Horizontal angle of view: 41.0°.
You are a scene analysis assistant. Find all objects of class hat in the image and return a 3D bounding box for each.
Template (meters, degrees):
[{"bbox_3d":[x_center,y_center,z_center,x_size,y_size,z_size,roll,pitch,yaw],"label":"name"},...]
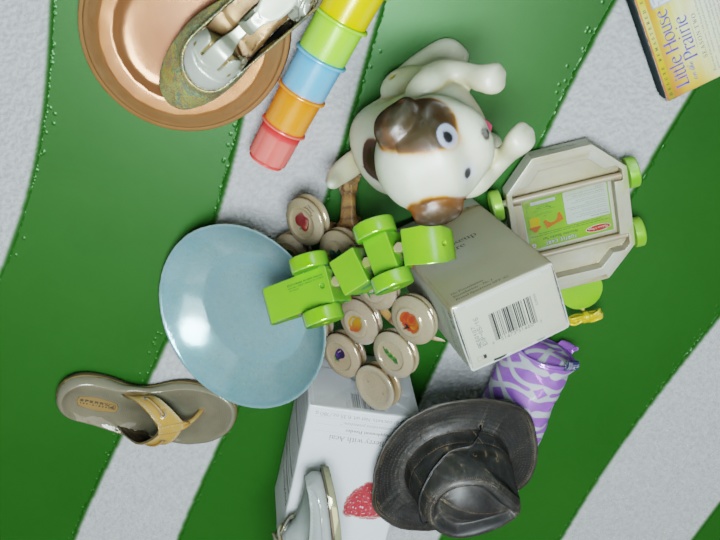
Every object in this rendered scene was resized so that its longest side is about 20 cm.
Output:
[{"bbox_3d":[0.114,0.223,0.996,0.200,0.081,0.201,-11,123,-18],"label":"hat"}]

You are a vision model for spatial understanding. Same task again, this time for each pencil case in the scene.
[{"bbox_3d":[0.176,0.163,1.089,0.085,0.084,0.201,-4,124,-44],"label":"pencil case"}]

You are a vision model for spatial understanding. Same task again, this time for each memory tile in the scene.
[{"bbox_3d":[-0.018,0.034,0.961,0.200,0.017,0.154,43,133,18],"label":"memory tile"}]

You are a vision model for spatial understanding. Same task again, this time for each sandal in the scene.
[{"bbox_3d":[-0.237,0.160,1.063,0.199,0.054,0.081,9,114,-9],"label":"sandal"}]

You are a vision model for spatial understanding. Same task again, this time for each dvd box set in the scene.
[{"bbox_3d":[0.360,-0.271,0.922,0.200,0.029,0.147,-26,115,7],"label":"dvd box set"}]

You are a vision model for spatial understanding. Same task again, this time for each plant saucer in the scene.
[{"bbox_3d":[-0.116,0.044,0.999,0.200,0.039,0.202,10,113,24],"label":"plant saucer"},{"bbox_3d":[-0.164,-0.224,0.898,0.199,0.037,0.201,-2,116,-3],"label":"plant saucer"}]

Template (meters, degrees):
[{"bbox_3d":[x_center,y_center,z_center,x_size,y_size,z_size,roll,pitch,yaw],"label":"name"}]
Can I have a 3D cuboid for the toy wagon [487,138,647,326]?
[{"bbox_3d":[0.221,-0.036,1.018,0.155,0.040,0.201,-13,116,2],"label":"toy wagon"}]

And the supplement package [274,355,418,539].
[{"bbox_3d":[-0.020,0.206,1.067,0.121,0.120,0.201,8,115,-10],"label":"supplement package"}]

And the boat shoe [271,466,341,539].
[{"bbox_3d":[-0.058,0.292,0.997,0.068,0.075,0.201,-2,117,-9],"label":"boat shoe"}]

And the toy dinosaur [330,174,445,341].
[{"bbox_3d":[0.000,0.000,0.964,0.060,0.106,0.201,-15,78,-30],"label":"toy dinosaur"}]

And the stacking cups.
[{"bbox_3d":[-0.050,-0.190,0.916,0.060,0.061,0.200,27,114,-16],"label":"stacking cups"}]

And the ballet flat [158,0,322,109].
[{"bbox_3d":[-0.105,-0.212,0.852,0.200,0.071,0.071,-38,113,13],"label":"ballet flat"}]

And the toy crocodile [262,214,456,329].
[{"bbox_3d":[-0.006,0.003,0.887,0.200,0.062,0.068,-26,77,26],"label":"toy crocodile"}]

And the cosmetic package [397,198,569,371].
[{"bbox_3d":[0.108,0.007,0.932,0.103,0.200,0.073,-24,116,-6],"label":"cosmetic package"}]

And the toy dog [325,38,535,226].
[{"bbox_3d":[0.056,-0.120,0.868,0.193,0.200,0.140,-15,108,1],"label":"toy dog"}]
